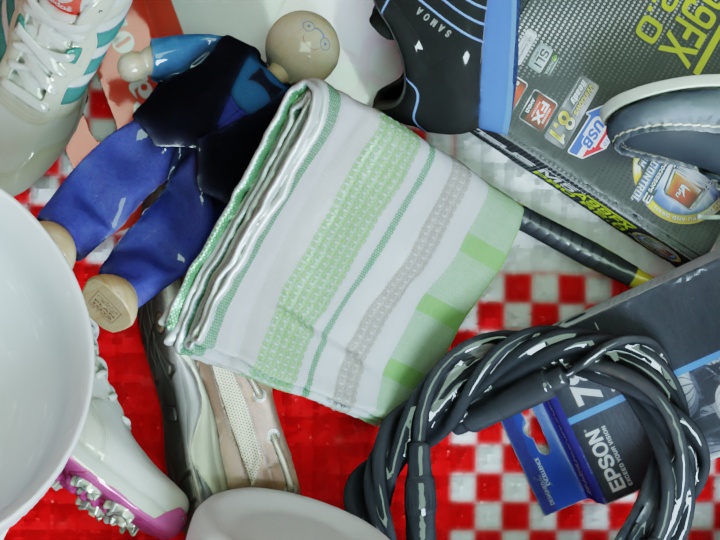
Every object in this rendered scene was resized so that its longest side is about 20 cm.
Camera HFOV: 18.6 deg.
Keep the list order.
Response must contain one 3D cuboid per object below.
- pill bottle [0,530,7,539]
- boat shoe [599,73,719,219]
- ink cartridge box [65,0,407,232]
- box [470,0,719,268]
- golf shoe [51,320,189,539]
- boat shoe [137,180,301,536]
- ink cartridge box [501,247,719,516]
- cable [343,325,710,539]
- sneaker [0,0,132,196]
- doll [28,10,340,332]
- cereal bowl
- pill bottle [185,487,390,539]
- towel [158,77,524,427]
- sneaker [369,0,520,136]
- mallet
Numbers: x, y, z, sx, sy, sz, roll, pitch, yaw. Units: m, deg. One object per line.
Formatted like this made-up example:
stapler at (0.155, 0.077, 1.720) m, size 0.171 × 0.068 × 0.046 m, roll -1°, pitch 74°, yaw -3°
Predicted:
pill bottle at (-0.272, 0.093, 1.095) m, size 0.199 × 0.112 × 0.113 m, roll 32°, pitch 83°, yaw -8°
boat shoe at (0.223, -0.061, 1.175) m, size 0.198 × 0.075 × 0.062 m, roll 5°, pitch 75°, yaw -20°
ink cartridge box at (-0.072, -0.127, 1.176) m, size 0.199 × 0.057 × 0.164 m, roll -22°, pitch 93°, yaw -16°
box at (0.167, -0.128, 1.223) m, size 0.159 × 0.044 × 0.201 m, roll 32°, pitch 82°, yaw -8°
golf shoe at (-0.156, 0.054, 1.133) m, size 0.200 × 0.075 × 0.092 m, roll 40°, pitch 71°, yaw 2°
boat shoe at (-0.073, 0.044, 1.161) m, size 0.071 × 0.076 × 0.202 m, roll -11°, pitch 98°, yaw -17°
ink cartridge box at (0.164, 0.056, 1.178) m, size 0.199 × 0.039 × 0.100 m, roll -26°, pitch 93°, yaw 16°
cable at (0.088, 0.112, 1.151) m, size 0.163 × 0.051 × 0.201 m, roll 36°, pitch 87°, yaw 18°
sneaker at (-0.158, -0.129, 1.121) m, size 0.070 × 0.093 × 0.201 m, roll 30°, pitch 94°, yaw 1°
doll at (-0.077, -0.057, 1.110) m, size 0.136 × 0.048 × 0.200 m, roll 40°, pitch 63°, yaw 1°
cereal bowl at (-0.228, 0.048, 1.018) m, size 0.198 × 0.083 × 0.202 m, roll 9°, pitch 66°, yaw -21°
pill bottle at (-0.055, 0.223, 1.113) m, size 0.113 × 0.114 × 0.202 m, roll 14°, pitch 106°, yaw -10°
towel at (0.000, 0.000, 1.121) m, size 0.199 × 0.031 × 0.150 m, roll 26°, pitch 95°, yaw -50°
sneaker at (0.044, -0.162, 1.112) m, size 0.077 × 0.070 × 0.202 m, roll 4°, pitch 115°, yaw 6°
mallet at (0.158, 0.007, 1.206) m, size 0.199 × 0.066 × 0.041 m, roll 27°, pitch 92°, yaw -8°
